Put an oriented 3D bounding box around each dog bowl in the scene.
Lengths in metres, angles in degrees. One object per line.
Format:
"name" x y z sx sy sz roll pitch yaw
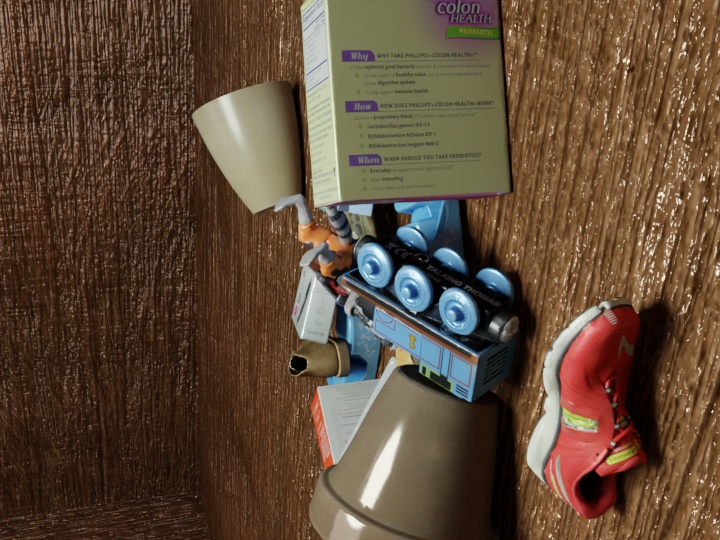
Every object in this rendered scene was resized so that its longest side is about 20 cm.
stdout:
"dog bowl" 0.070 -0.060 1.032 0.111 0.049 0.202 165 101 -73
"dog bowl" -0.010 0.111 1.365 0.112 0.049 0.202 -115 26 -50

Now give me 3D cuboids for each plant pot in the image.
"plant pot" 0.065 0.198 0.957 0.200 0.198 0.176 -142 69 -68
"plant pot" -0.182 -0.210 1.675 0.187 0.186 0.202 166 85 -73

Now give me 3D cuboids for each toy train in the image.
"toy train" 0.068 0.038 0.926 0.199 0.086 0.115 29 127 34

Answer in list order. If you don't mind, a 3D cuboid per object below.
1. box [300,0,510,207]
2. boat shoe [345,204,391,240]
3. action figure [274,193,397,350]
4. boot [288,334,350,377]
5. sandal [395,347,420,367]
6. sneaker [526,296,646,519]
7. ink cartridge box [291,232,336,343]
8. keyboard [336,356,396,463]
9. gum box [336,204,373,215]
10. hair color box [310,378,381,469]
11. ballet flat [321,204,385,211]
"box" 0.042 -0.167 0.905 0.097 0.174 0.202 -177 82 -72
"boat shoe" -0.012 -0.092 1.207 0.073 0.062 0.202 -30 -73 -67
"action figure" 0.000 0.000 1.115 0.105 0.193 0.200 -52 43 4
"boot" -0.077 0.127 1.381 0.200 0.075 0.074 168 96 -74
"sandal" 0.061 0.101 1.118 0.200 0.053 0.081 -134 43 -65
"sneaker" 0.186 0.108 0.707 0.085 0.076 0.202 50 149 44
"ink cartridge box" -0.057 0.004 1.373 0.200 0.043 0.176 -142 65 -80
"keyboard" 0.013 0.207 1.168 0.056 0.011 0.201 24 85 45
"gum box" 0.016 -0.189 1.083 0.201 0.044 0.171 -75 -6 -54
"hair color box" 0.009 0.249 1.232 0.064 0.110 0.202 107 153 -53
"ballet flat" -0.024 -0.104 1.317 0.200 0.070 0.068 -167 76 -72
